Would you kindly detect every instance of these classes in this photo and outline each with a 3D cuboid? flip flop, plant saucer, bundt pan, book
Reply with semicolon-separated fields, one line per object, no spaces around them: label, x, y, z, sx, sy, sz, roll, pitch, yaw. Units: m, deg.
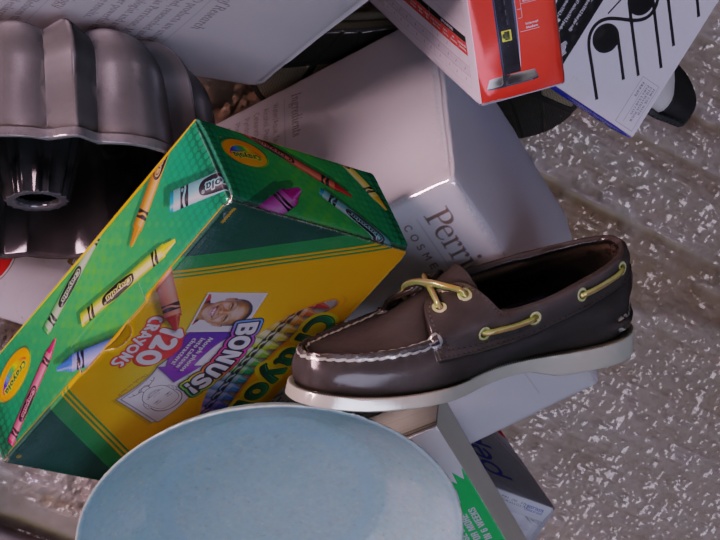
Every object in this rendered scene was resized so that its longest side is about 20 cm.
flip flop;0.032;-0.122;1.562;0.199;0.058;0.081;1;124;-5
plant saucer;-0.048;0.128;1.407;0.200;0.039;0.202;-3;132;-4
bundt pan;-0.165;-0.070;1.385;0.201;0.202;0.076;5;71;-24
book;-0.015;0.158;1.485;0.199;0.048;0.134;-23;115;19

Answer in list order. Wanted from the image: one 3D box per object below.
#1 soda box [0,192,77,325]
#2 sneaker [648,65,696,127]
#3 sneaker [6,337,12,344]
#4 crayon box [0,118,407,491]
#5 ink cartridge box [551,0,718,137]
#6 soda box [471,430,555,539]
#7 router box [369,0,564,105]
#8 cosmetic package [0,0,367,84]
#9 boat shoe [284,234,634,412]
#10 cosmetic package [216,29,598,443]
soda box;-0.248;-0.034;1.488;0.199;0.064;0.068;20;107;-28
sneaker;0.158;-0.158;1.564;0.088;0.074;0.200;-42;136;6
sneaker;-0.124;0.071;1.594;0.200;0.078;0.085;25;98;-39
crayon box;-0.086;0.023;1.362;0.118;0.058;0.200;15;128;-41
ink cartridge box;0.160;-0.183;1.490;0.094;0.044;0.201;30;94;-31
soda box;0.037;0.101;1.588;0.068;0.200;0.064;22;108;-29
router box;0.039;-0.204;1.425;0.049;0.200;0.180;-15;117;-13
cosmetic package;-0.108;-0.205;1.358;0.199;0.165;0.166;6;73;-24
boat shoe;0.051;0.025;1.371;0.200;0.072;0.061;-11;113;-30
cosmetic package;0.000;0.000;1.512;0.199;0.167;0.168;-27;123;16
